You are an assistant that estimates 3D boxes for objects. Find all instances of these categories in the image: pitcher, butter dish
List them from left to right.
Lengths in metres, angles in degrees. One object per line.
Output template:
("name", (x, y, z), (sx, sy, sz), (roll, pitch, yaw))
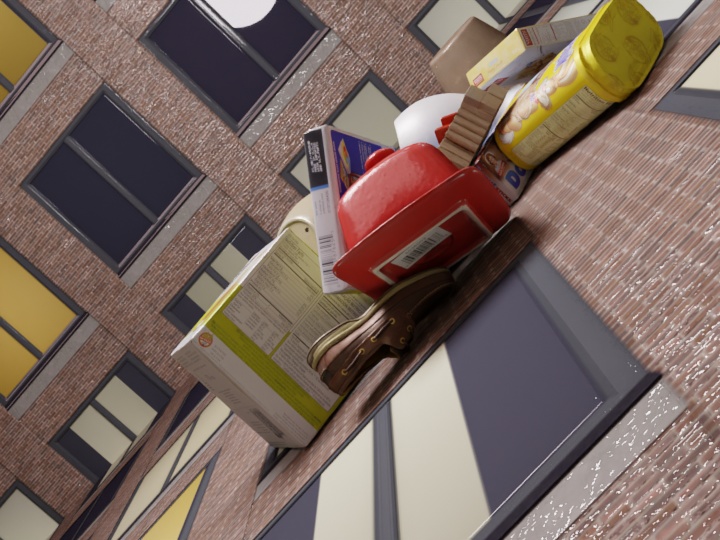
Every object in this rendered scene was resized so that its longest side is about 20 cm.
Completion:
("butter dish", (0.052, -0.077, 1.163), (0.198, 0.149, 0.199), (-35, -23, 11))
("pitcher", (0.156, -0.209, 1.522), (0.196, 0.124, 0.172), (-15, -6, 4))

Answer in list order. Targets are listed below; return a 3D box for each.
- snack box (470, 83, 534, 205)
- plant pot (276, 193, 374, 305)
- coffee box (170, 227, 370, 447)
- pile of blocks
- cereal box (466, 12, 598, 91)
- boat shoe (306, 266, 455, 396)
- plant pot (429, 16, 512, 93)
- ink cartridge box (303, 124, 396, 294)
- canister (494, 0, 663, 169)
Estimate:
("snack box", (0.208, -0.170, 1.317), (0.024, 0.072, 0.201), (-40, 12, 46))
("plant pot", (-0.050, -0.031, 1.477), (0.133, 0.202, 0.200), (-5, -32, -51))
("coffee box", (-0.108, 0.096, 1.332), (0.199, 0.200, 0.199), (-50, 8, -19))
("pile of blocks", (0.117, -0.152, 1.276), (0.203, 0.061, 0.082), (-62, -7, -3))
("cereal box", (0.274, -0.328, 1.496), (0.197, 0.040, 0.144), (-19, -8, -29))
("boat shoe", (0.034, 0.072, 1.153), (0.198, 0.068, 0.072), (-34, -25, -9))
("plant pot", (0.218, -0.340, 1.722), (0.200, 0.174, 0.200), (-46, 7, 7))
("ink cartridge box", (0.002, -0.071, 1.270), (0.046, 0.202, 0.199), (-12, -7, 24))
("canister", (0.264, -0.227, 1.229), (0.149, 0.086, 0.200), (-54, 7, -37))
